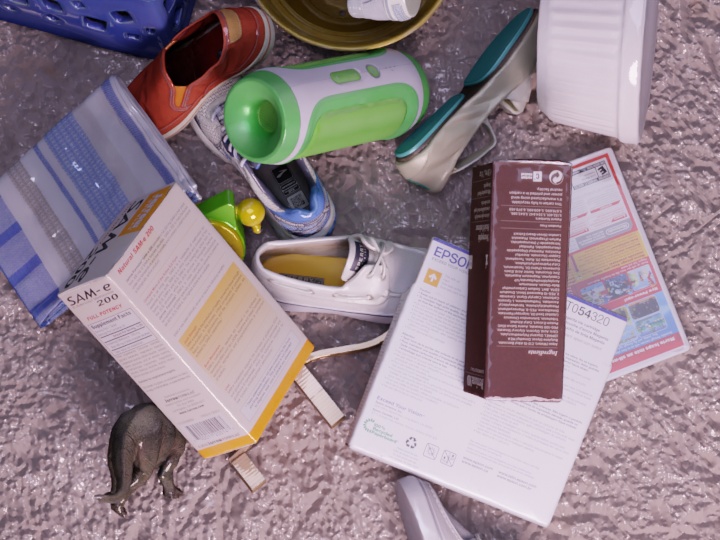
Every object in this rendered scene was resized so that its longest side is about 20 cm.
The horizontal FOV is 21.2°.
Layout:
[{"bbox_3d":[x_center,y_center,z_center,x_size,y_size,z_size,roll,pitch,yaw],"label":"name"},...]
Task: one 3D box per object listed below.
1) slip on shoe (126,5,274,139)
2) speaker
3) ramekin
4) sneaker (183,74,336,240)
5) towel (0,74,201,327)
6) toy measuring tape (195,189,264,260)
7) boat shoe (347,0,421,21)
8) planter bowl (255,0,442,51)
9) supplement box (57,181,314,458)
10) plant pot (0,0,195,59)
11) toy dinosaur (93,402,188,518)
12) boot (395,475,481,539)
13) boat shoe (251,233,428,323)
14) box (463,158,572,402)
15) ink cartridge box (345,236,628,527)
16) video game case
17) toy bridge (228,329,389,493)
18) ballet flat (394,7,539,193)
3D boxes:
[{"bbox_3d":[-0.163,-0.176,1.721,0.200,0.061,0.074,-31,68,35],"label":"slip on shoe"},{"bbox_3d":[-0.027,-0.146,1.696,0.199,0.088,0.089,-17,77,-49],"label":"speaker"},{"bbox_3d":[0.212,-0.218,1.715,0.094,0.202,0.204,6,80,11],"label":"ramekin"},{"bbox_3d":[-0.089,-0.115,1.741,0.077,0.085,0.200,-39,81,-7],"label":"sneaker"},{"bbox_3d":[-0.251,-0.062,1.723,0.200,0.024,0.147,-39,73,12],"label":"towel"},{"bbox_3d":[-0.170,-0.008,1.740,0.199,0.074,0.074,-26,81,11],"label":"toy measuring tape"},{"bbox_3d":[0.020,-0.313,1.699,0.071,0.070,0.202,-1,68,17],"label":"boat shoe"},{"bbox_3d":[-0.012,-0.286,1.772,0.199,0.083,0.202,1,78,-3],"label":"planter bowl"},{"bbox_3d":[-0.146,0.044,1.647,0.200,0.073,0.126,51,45,-19],"label":"supplement box"},{"bbox_3d":[-0.240,-0.322,1.727,0.199,0.180,0.201,13,81,1],"label":"plant pot"},{"bbox_3d":[-0.190,0.152,1.673,0.077,0.200,0.103,16,104,28],"label":"toy dinosaur"},{"bbox_3d":[0.107,0.259,1.691,0.095,0.074,0.201,-24,93,-11],"label":"boot"},{"bbox_3d":[0.000,0.000,1.725,0.199,0.070,0.071,5,64,2],"label":"boat shoe"},{"bbox_3d":[0.132,0.009,1.637,0.074,0.100,0.201,1,89,-8],"label":"box"},{"bbox_3d":[0.112,0.099,1.704,0.195,0.043,0.201,23,86,-8],"label":"ink cartridge box"},{"bbox_3d":[0.199,0.003,1.761,0.142,0.017,0.201,-20,81,-4],"label":"video game case"},{"bbox_3d":[-0.040,0.111,1.733,0.200,0.027,0.067,-39,82,-8],"label":"toy bridge"},{"bbox_3d":[0.113,-0.151,1.769,0.069,0.069,0.200,42,84,6],"label":"ballet flat"}]
